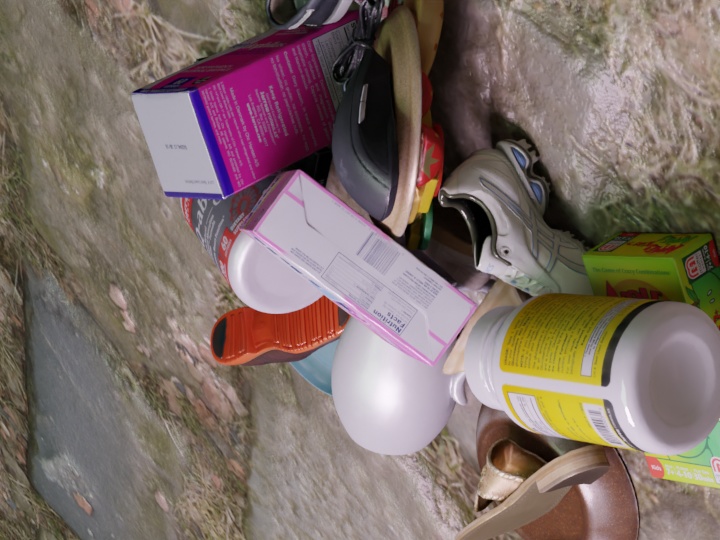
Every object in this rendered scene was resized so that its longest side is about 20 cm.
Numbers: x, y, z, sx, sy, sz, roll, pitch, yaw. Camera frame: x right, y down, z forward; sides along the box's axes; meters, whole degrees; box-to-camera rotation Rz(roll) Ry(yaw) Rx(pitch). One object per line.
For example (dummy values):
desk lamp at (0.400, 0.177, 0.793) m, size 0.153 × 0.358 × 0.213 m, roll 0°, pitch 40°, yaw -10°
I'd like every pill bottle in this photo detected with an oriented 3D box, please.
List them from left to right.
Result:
pill bottle at (-0.101, -0.057, 1.611) m, size 0.200 × 0.116 × 0.116 m, roll -129°, pitch 28°, yaw -49°
pill bottle at (0.174, 0.074, 1.323) m, size 0.200 × 0.112 × 0.113 m, roll 5°, pitch 119°, yaw 54°

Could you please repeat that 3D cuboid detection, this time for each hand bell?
hand bell at (0.180, 0.095, 1.461) m, size 0.200 × 0.104 × 0.104 m, roll 32°, pitch 143°, yaw 9°

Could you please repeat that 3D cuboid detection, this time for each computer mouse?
computer mouse at (-0.006, -0.119, 1.403) m, size 0.140 × 0.046 × 0.201 m, roll 113°, pitch 157°, yaw -63°

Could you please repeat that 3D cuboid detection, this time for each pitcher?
pitcher at (0.058, 0.076, 1.601) m, size 0.171 × 0.121 × 0.200 m, roll 22°, pitch 122°, yaw 26°

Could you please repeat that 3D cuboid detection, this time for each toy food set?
toy food set at (0.036, -0.123, 1.437) m, size 0.198 × 0.048 × 0.200 m, roll 105°, pitch 163°, yaw -55°

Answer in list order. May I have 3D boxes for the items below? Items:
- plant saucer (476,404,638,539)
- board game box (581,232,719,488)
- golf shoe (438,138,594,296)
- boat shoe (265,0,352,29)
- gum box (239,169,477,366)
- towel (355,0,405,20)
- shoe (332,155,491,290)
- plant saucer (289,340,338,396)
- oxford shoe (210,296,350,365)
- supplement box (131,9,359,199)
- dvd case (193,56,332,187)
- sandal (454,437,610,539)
plant saucer at (0.170, 0.194, 1.595) m, size 0.200 × 0.037 × 0.201 m, roll 35°, pitch 141°, yaw 35°
board game box at (0.252, 0.071, 1.363) m, size 0.101 × 0.048 × 0.200 m, roll 3°, pitch 117°, yaw 55°
golf shoe at (0.135, -0.006, 1.425) m, size 0.200 × 0.097 × 0.078 m, roll 56°, pitch 147°, yaw 5°
boat shoe at (-0.027, -0.268, 1.423) m, size 0.076 × 0.060 × 0.200 m, roll 54°, pitch 147°, yaw 24°
gum box at (0.000, 0.000, 1.460) m, size 0.200 × 0.066 × 0.113 m, roll 37°, pitch 176°, yaw -9°
towel at (-0.005, -0.311, 1.444) m, size 0.146 × 0.030 × 0.200 m, roll 46°, pitch 146°, yaw 24°
shoe at (0.046, -0.051, 1.540) m, size 0.200 × 0.070 × 0.053 m, roll 39°, pitch 139°, yaw 32°
plant saucer at (-0.044, 0.038, 1.787) m, size 0.200 × 0.027 × 0.201 m, roll 36°, pitch 142°, yaw 35°
oxford shoe at (-0.064, 0.056, 1.759) m, size 0.200 × 0.072 × 0.071 m, roll -13°, pitch 71°, yaw 44°
supplement box at (-0.083, -0.148, 1.527) m, size 0.101 × 0.200 × 0.104 m, roll 5°, pitch 118°, yaw 52°
dvd case at (-0.111, -0.104, 1.741) m, size 0.200 × 0.025 × 0.151 m, roll 40°, pitch 131°, yaw 34°
sandal at (0.145, 0.177, 1.535) m, size 0.212 × 0.077 × 0.070 m, roll -44°, pitch 58°, yaw 52°
